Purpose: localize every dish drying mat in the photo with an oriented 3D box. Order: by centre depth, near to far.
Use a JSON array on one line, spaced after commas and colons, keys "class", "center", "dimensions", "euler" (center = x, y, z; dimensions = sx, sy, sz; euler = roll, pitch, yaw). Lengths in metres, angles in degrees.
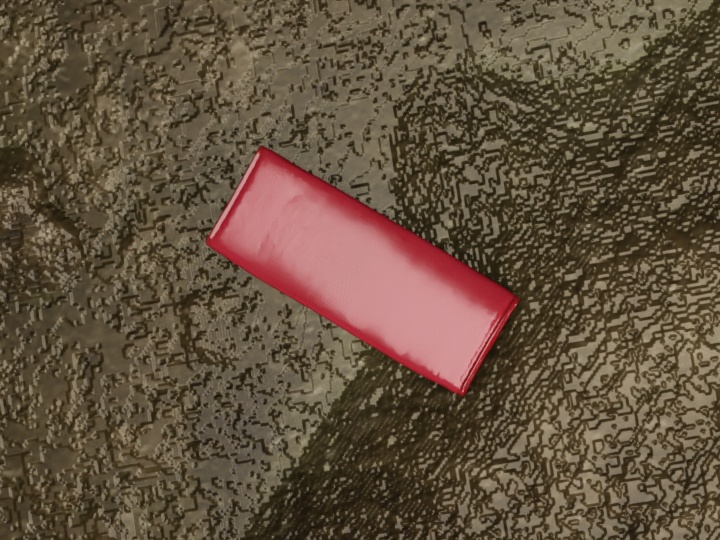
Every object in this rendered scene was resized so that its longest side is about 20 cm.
[{"class": "dish drying mat", "center": [0.000, 0.000, 1.326], "dimensions": [0.199, 0.018, 0.077], "euler": [30, 90, 14]}]
